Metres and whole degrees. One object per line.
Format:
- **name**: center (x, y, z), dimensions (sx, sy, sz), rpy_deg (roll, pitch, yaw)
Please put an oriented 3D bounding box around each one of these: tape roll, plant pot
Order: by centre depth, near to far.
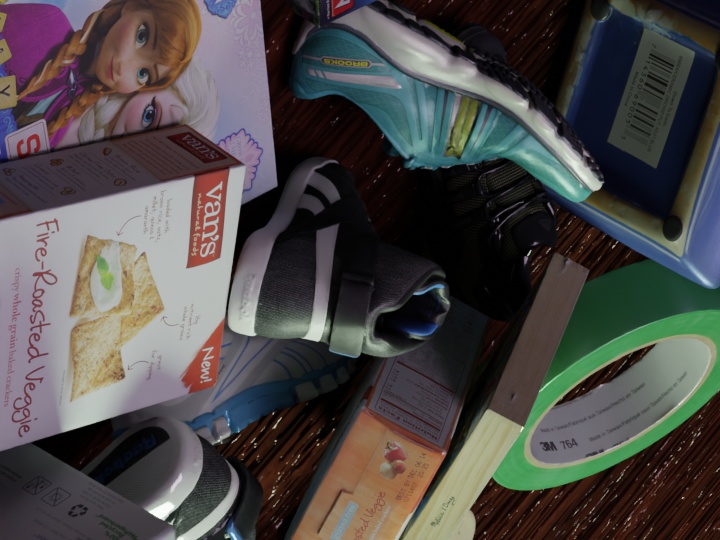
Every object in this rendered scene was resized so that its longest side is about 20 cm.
- **plant pot**: center (0.236, -0.098, 1.528), dimensions (0.179, 0.200, 0.202), rpy_deg (2, 112, -41)
- **tape roll**: center (0.164, 0.071, 1.596), dimensions (0.199, 0.048, 0.201), rpy_deg (-24, 153, -13)

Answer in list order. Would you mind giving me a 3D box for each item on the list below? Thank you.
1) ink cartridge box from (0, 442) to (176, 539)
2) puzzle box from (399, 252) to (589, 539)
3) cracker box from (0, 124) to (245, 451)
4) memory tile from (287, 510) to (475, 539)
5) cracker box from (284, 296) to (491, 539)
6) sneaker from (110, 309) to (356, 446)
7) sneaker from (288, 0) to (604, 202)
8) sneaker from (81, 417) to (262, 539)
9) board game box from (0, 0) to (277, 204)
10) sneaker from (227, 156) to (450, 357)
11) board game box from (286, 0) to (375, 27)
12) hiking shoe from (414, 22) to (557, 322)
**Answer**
- **ink cartridge box**: center (-0.224, 0.151, 1.175), dimensions (0.199, 0.199, 0.041), rpy_deg (-28, 125, -34)
- **puzzle box**: center (0.074, 0.094, 1.444), dimensions (0.133, 0.025, 0.200), rpy_deg (-63, -179, -41)
- **cracker box**: center (-0.156, 0.013, 1.193), dimensions (0.199, 0.058, 0.135), rpy_deg (-17, 127, -40)
- **memory tile**: center (-0.003, 0.193, 1.584), dimensions (0.200, 0.017, 0.154), rpy_deg (-41, 137, -23)
- **cracker box**: center (0.013, 0.106, 1.406), dimensions (0.135, 0.057, 0.200), rpy_deg (-62, 180, 24)
- **sneaker**: center (-0.076, 0.047, 1.380), dimensions (0.199, 0.075, 0.087), rpy_deg (-23, 97, -52)
- **sneaker**: center (0.050, -0.092, 1.377), dimensions (0.199, 0.078, 0.080), rpy_deg (28, 105, -11)
- **sneaker**: center (-0.140, 0.165, 1.296), dimensions (0.199, 0.073, 0.112), rpy_deg (-30, 136, 20)
- **board game box**: center (-0.136, -0.094, 1.222), dimensions (0.199, 0.041, 0.201), rpy_deg (-30, 133, -30)
- **sneaker**: center (0.000, 0.000, 1.328), dimensions (0.200, 0.111, 0.074), rpy_deg (-61, 165, -66)
- **board game box**: center (-0.009, -0.245, 1.273), dimensions (0.199, 0.062, 0.201), rpy_deg (-27, 131, -32)
- **hiking shoe**: center (0.086, -0.056, 1.460), dimensions (0.075, 0.100, 0.201), rpy_deg (-30, 133, -32)
